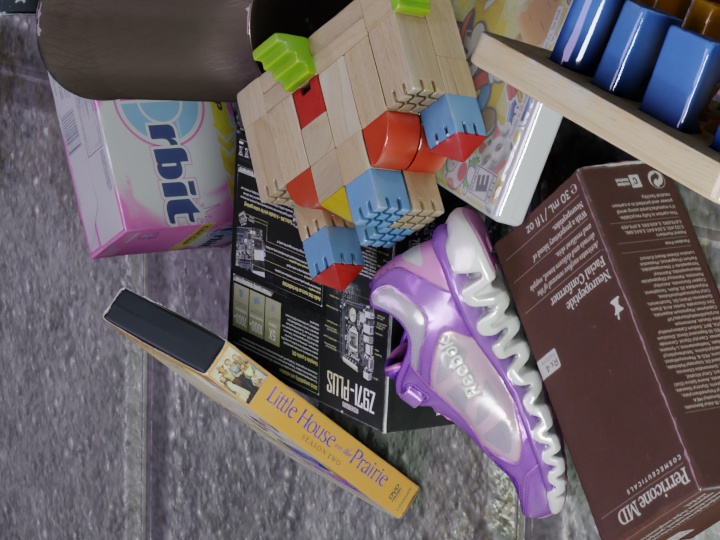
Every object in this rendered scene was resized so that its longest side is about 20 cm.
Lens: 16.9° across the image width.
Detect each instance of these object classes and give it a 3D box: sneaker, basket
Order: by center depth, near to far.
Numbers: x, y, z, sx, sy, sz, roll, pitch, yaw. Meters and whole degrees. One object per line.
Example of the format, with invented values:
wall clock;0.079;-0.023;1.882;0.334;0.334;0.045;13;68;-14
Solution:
sneaker;0.064;0.064;1.450;0.081;0.088;0.201;-96;-17;-70
basket;-0.098;-0.180;1.663;0.200;0.180;0.136;15;138;47

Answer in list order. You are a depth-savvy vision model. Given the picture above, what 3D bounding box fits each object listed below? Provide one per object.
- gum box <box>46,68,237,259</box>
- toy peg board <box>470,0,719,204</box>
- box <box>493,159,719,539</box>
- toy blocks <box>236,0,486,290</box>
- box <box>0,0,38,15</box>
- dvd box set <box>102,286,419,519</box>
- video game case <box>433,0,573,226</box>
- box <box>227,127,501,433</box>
gum box;-0.159;-0.116;1.792;0.066;0.113;0.201;-32;69;54
toy peg board;0.197;-0.095;1.195;0.200;0.199;0.098;35;108;49
box;0.157;0.048;1.375;0.100;0.075;0.200;-45;60;50
toy blocks;0.003;-0.077;1.445;0.200;0.100;0.137;-35;61;42
box;-0.241;-0.336;1.876;0.197;0.124;0.200;58;138;37
dvd box set;-0.067;0.089;1.627;0.029;0.200;0.146;-56;35;-8
video game case;0.079;-0.147;1.445;0.182;0.023;0.201;37;110;57
box;0.000;0.000;1.592;0.200;0.086;0.164;21;112;54
